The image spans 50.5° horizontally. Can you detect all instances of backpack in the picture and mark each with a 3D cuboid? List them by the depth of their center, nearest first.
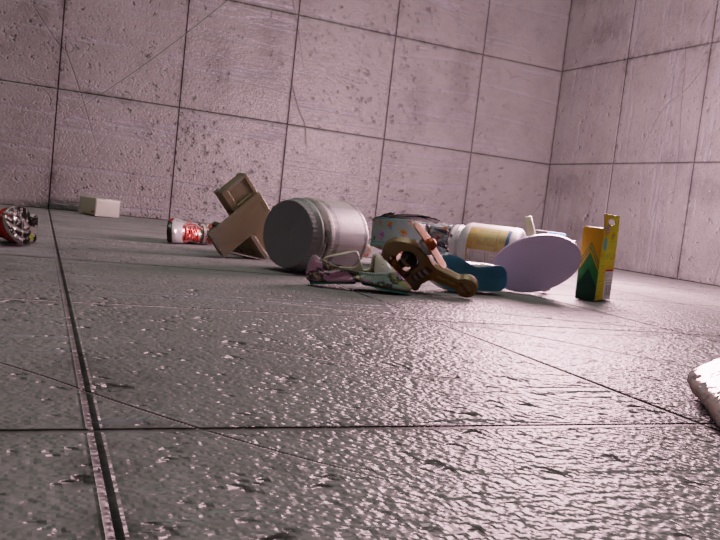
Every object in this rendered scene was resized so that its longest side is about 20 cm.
[{"bbox_3d":[0.125,-0.082,2.081,0.200,0.153,0.176,15,-3,-34],"label":"backpack"}]

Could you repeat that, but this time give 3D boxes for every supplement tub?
[{"bbox_3d":[0.366,-0.061,2.205,0.200,0.145,0.145,9,5,26],"label":"supplement tub"}]

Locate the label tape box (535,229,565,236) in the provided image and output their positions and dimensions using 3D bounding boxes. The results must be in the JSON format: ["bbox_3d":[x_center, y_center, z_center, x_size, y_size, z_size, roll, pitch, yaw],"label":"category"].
[{"bbox_3d":[0.614,-0.063,2.577,0.066,0.143,0.200,6,5,-12],"label":"label tape box"}]

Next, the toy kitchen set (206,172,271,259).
[{"bbox_3d":[-0.326,-0.110,1.858,0.163,0.200,0.180,-44,32,-25],"label":"toy kitchen set"}]

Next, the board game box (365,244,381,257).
[{"bbox_3d":[-0.035,-0.069,2.429,0.200,0.034,0.134,5,4,-16],"label":"board game box"}]

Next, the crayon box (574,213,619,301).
[{"bbox_3d":[0.552,-0.032,1.775,0.051,0.200,0.127,9,5,33],"label":"crayon box"}]

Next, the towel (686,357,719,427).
[{"bbox_3d":[0.394,0.081,0.673,0.191,0.032,0.200,-28,-5,15],"label":"towel"}]

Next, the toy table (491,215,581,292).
[{"bbox_3d":[0.406,-0.028,1.769,0.200,0.184,0.117,-3,12,14],"label":"toy table"}]

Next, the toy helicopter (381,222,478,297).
[{"bbox_3d":[0.137,-0.009,1.479,0.200,0.132,0.079,23,35,2],"label":"toy helicopter"}]

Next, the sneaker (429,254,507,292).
[{"bbox_3d":[0.210,0.012,1.610,0.200,0.077,0.081,11,-7,-30],"label":"sneaker"}]

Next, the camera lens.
[{"bbox_3d":[-0.092,-0.076,1.664,0.160,0.160,0.200,10,6,37],"label":"camera lens"}]

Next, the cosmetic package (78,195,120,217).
[{"bbox_3d":[-1.061,-0.260,3.101,0.105,0.071,0.200,4,5,-37],"label":"cosmetic package"}]

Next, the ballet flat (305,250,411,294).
[{"bbox_3d":[0.000,0.000,1.415,0.200,0.071,0.069,6,4,-5],"label":"ballet flat"}]

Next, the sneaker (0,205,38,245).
[{"bbox_3d":[-0.713,-0.086,1.548,0.085,0.077,0.200,0,-5,-12],"label":"sneaker"}]

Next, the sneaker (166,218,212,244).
[{"bbox_3d":[-0.459,-0.106,2.094,0.108,0.067,0.201,4,2,1],"label":"sneaker"}]
